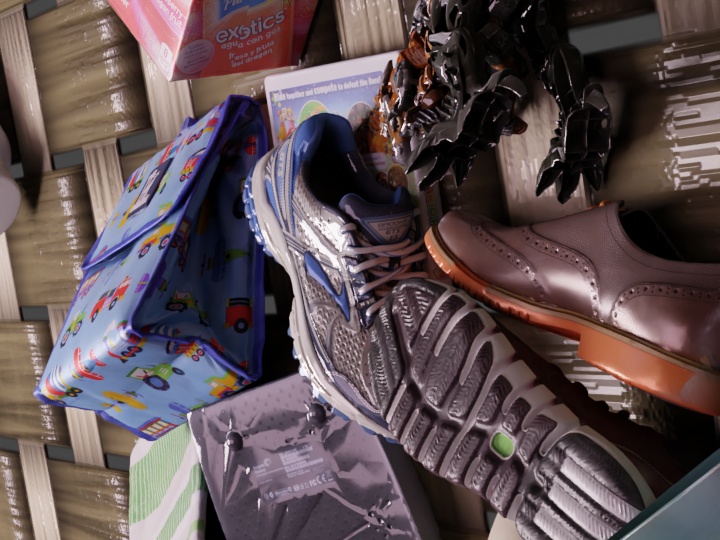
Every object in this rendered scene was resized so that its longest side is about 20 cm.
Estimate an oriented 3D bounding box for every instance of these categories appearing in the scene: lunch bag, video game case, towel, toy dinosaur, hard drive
[{"bbox_3d":[-0.118,-0.012,0.985,0.150,0.094,0.201,-32,41,51],"label":"lunch bag"},{"bbox_3d":[0.001,-0.022,0.899,0.143,0.018,0.201,0,101,55],"label":"video game case"},{"bbox_3d":[-0.131,0.163,1.026,0.153,0.023,0.201,121,156,-44],"label":"towel"},{"bbox_3d":[0.058,-0.110,0.734,0.200,0.101,0.136,95,165,-59],"label":"toy dinosaur"},{"bbox_3d":[-0.015,0.157,0.909,0.134,0.042,0.201,-22,90,33],"label":"hard drive"}]

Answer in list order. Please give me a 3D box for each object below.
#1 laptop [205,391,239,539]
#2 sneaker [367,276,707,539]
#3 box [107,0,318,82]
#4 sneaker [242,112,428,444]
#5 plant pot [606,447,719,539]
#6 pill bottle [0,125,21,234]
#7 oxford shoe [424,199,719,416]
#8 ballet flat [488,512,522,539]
[{"bbox_3d":[-0.065,0.155,1.056,0.188,0.115,0.201,121,155,-44],"label":"laptop"},{"bbox_3d":[0.091,0.079,0.722,0.200,0.115,0.076,47,114,44],"label":"sneaker"},{"bbox_3d":[-0.111,-0.218,0.929,0.200,0.094,0.103,52,138,32],"label":"box"},{"bbox_3d":[0.000,0.000,0.828,0.201,0.077,0.085,61,138,22],"label":"sneaker"},{"bbox_3d":[0.193,0.110,0.519,0.161,0.200,0.201,52,140,12],"label":"plant pot"},{"bbox_3d":[-0.367,-0.113,1.314,0.200,0.112,0.113,51,137,32],"label":"pill bottle"},{"bbox_3d":[0.108,-0.001,0.727,0.200,0.071,0.073,29,99,47],"label":"oxford shoe"},{"bbox_3d":[0.092,0.223,0.803,0.069,0.069,0.201,-22,82,55],"label":"ballet flat"}]
